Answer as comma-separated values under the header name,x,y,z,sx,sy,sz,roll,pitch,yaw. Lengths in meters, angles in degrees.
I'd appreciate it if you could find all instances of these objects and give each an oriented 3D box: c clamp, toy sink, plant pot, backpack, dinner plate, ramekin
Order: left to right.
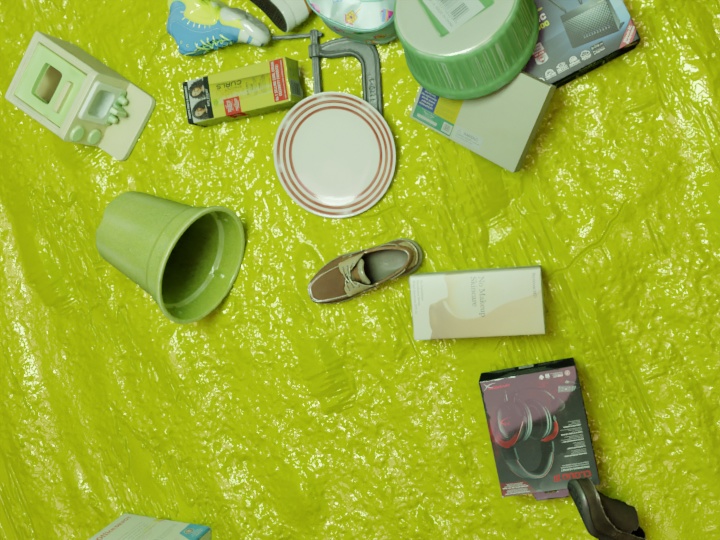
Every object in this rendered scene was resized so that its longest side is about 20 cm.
name,x,y,z,sx,sy,sz,roll,pitch,yaw
toy sink,-0.480,-0.294,1.242,0.199,0.112,0.131,35,102,10
plant pot,-0.324,-0.041,1.193,0.183,0.200,0.202,24,100,24
c clamp,-0.047,-0.297,1.178,0.169,0.027,0.202,-9,90,10
dinner plate,-0.041,-0.185,1.165,0.198,0.024,0.202,3,109,8
backpack,0.009,-0.451,1.088,0.175,0.153,0.201,21,103,7
ramekin,0.142,-0.352,1.011,0.198,0.098,0.202,-6,74,21

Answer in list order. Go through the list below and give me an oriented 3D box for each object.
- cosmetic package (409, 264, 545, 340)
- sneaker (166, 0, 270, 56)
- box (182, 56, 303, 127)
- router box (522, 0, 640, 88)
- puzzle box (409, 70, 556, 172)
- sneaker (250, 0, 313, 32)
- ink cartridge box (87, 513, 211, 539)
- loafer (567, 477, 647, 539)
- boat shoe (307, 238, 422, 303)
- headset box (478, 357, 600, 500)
name,x,y,z,sx,sy,sz,roll,pitch,yaw
cosmetic package,0.180,0.049,1.115,0.198,0.071,0.106,-6,92,15
sneaker,-0.241,-0.391,1.202,0.199,0.076,0.106,32,113,18
box,-0.193,-0.289,1.186,0.199,0.050,0.076,-5,94,23
router box,0.285,-0.353,1.065,0.199,0.062,0.151,-26,86,15
puzzle box,0.175,-0.249,1.074,0.199,0.025,0.134,35,121,26
sneaker,-0.145,-0.474,1.178,0.084,0.073,0.200,-36,77,-17
ink cartridge box,-0.380,0.516,1.263,0.198,0.128,0.126,3,95,15
loafer,0.360,0.349,1.051,0.071,0.073,0.200,-30,131,12
boat shoe,0.000,0.000,1.158,0.199,0.072,0.076,-25,87,15
headset box,0.272,0.247,1.102,0.147,0.075,0.202,-11,91,14
